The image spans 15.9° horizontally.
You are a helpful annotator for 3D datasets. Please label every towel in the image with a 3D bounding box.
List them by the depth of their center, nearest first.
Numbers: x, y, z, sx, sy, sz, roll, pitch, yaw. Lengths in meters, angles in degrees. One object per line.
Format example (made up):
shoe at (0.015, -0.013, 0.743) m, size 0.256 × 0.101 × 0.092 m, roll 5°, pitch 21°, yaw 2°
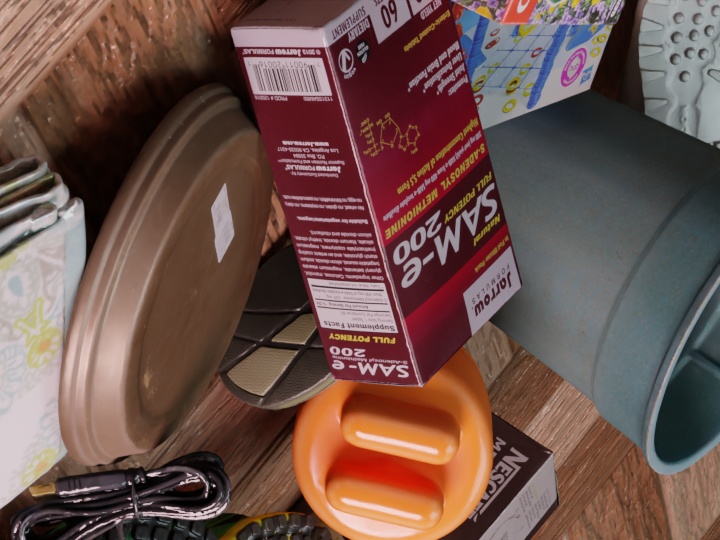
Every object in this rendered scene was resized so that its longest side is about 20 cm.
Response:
towel at (-0.200, 0.057, 1.176) m, size 0.171 × 0.048 × 0.200 m, roll -35°, pitch 147°, yaw -35°

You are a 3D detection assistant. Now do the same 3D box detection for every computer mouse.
computer mouse at (-0.117, 0.179, 1.325) m, size 0.110 × 0.044 × 0.200 m, roll -11°, pitch 131°, yaw -10°

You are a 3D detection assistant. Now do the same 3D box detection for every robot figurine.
robot figurine at (0.020, 0.089, 1.493) m, size 0.117 × 0.144 × 0.200 m, roll -25°, pitch -171°, yaw 5°

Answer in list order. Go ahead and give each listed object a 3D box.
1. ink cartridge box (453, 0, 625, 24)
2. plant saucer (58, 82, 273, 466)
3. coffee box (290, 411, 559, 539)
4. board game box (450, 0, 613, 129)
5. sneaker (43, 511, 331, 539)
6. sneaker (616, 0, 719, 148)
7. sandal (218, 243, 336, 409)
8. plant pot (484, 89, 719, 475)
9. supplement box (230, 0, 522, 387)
ink cartridge box at (0.086, -0.179, 1.277) m, size 0.200 × 0.050 × 0.109 m, roll -10°, pitch 125°, yaw -60°
plant saucer at (-0.091, 0.006, 1.272) m, size 0.200 × 0.029 × 0.200 m, roll 20°, pitch 90°, yaw -76°
coffee box at (0.023, 0.175, 1.644) m, size 0.200 × 0.113 × 0.080 m, roll -47°, pitch 154°, yaw -20°
board game box at (0.085, -0.176, 1.410) m, size 0.200 × 0.056 × 0.196 m, roll -24°, pitch 140°, yaw -50°
sneaker at (-0.110, 0.170, 1.436) m, size 0.200 × 0.085 × 0.078 m, roll 8°, pitch 81°, yaw -46°
sneaker at (0.197, -0.133, 1.660) m, size 0.076 × 0.081 × 0.200 m, roll 3°, pitch 108°, yaw -16°
sandal at (0.001, 0.000, 1.434) m, size 0.201 × 0.080 × 0.057 m, roll -51°, pitch 152°, yaw -15°
plant pot at (0.155, -0.013, 1.564) m, size 0.200 × 0.196 × 0.200 m, roll -42°, pitch 152°, yaw -29°
supplement box at (0.011, -0.054, 1.305) m, size 0.109 × 0.061 × 0.200 m, roll -43°, pitch 126°, yaw -44°
